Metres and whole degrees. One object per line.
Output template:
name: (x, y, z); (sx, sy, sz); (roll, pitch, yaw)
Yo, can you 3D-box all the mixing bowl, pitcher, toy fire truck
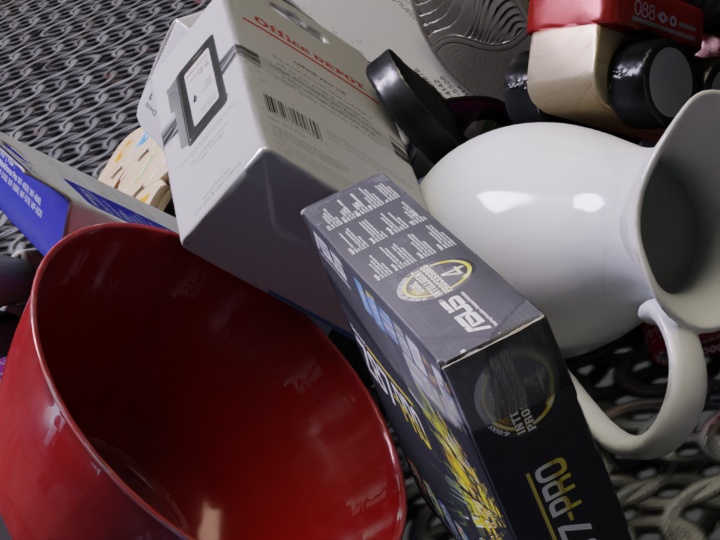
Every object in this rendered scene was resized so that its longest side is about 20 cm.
mixing bowl: (-0.089, 0.087, 0.794); (0.108, 0.200, 0.200); (-45, 12, 28)
pitcher: (0.103, 0.007, 0.870); (0.200, 0.121, 0.172); (-7, 66, 55)
toy fire truck: (0.161, -0.164, 0.965); (0.176, 0.200, 0.129); (9, -5, -41)

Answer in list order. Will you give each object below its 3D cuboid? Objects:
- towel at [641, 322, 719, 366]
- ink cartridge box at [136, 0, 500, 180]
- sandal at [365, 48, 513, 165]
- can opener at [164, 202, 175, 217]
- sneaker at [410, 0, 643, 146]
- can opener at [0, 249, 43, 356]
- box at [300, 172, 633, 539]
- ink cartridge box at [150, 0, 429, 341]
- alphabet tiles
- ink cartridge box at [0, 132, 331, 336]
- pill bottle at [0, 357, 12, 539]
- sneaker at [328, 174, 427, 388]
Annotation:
towel: (0.212, -0.020, 0.945); (0.145, 0.022, 0.200); (-17, 24, 11)
ink cartridge box: (-0.015, -0.104, 1.103); (0.146, 0.084, 0.200); (45, 43, 18)
sandal: (0.071, -0.071, 1.001); (0.048, 0.200, 0.075); (-36, 61, 12)
can opener: (-0.070, -0.036, 1.178); (0.200, 0.053, 0.066); (-16, 24, 12)
sneaker: (0.118, -0.141, 1.107); (0.075, 0.200, 0.106); (-42, 0, 39)
can opener: (-0.167, 0.018, 0.853); (0.066, 0.053, 0.200); (11, 4, 12)
box: (0.048, 0.060, 0.731); (0.049, 0.161, 0.200); (-25, 24, -8)
ink cartridge box: (-0.039, -0.066, 0.908); (0.068, 0.116, 0.200); (-47, 32, 21)
alphabet tiles: (-0.172, -0.031, 1.188); (0.200, 0.015, 0.196); (-25, 33, 52)
ink cartridge box: (-0.114, -0.012, 0.890); (0.039, 0.200, 0.099); (-58, 37, 4)
pill bottle: (-0.211, 0.091, 0.944); (0.112, 0.112, 0.200); (-25, 24, -8)
sneaker: (0.000, 0.000, 1.019); (0.082, 0.070, 0.200); (-1, 28, 35)
